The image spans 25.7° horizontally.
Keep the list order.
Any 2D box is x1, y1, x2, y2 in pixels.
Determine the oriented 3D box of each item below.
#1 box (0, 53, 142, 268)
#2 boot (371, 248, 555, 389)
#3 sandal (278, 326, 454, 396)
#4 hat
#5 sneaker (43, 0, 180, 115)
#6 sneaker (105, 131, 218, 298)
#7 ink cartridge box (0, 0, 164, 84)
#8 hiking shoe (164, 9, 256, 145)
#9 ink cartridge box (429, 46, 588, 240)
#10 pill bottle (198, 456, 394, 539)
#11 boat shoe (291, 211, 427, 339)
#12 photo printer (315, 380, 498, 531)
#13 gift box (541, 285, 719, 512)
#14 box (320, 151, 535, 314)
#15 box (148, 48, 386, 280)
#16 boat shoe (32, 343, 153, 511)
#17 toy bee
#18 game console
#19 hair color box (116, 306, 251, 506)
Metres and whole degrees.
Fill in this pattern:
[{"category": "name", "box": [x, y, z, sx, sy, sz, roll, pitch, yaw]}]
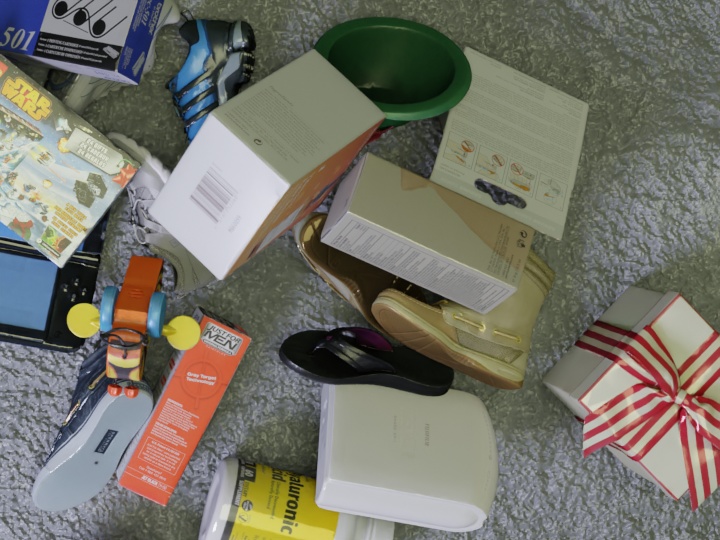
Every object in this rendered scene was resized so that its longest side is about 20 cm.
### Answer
[{"category": "box", "box": [-0.345, -0.117, 1.624, 0.200, 0.040, 0.137, 39, 86, -8]}, {"category": "boot", "box": [0.118, 0.025, 1.740, 0.200, 0.073, 0.156, 27, 73, -20]}, {"category": "sandal", "box": [0.009, 0.090, 1.732, 0.200, 0.075, 0.048, 8, 127, -16]}, {"category": "hat", "box": [0.012, -0.163, 1.750, 0.199, 0.166, 0.176, 5, 137, -4]}, {"category": "sneaker", "box": [-0.266, -0.223, 1.683, 0.087, 0.075, 0.200, 30, 103, -38]}, {"category": "sneaker", "box": [-0.220, -0.059, 1.699, 0.082, 0.075, 0.200, -36, 99, -6]}, {"category": "ink cartridge box", "box": [-0.304, -0.256, 1.628, 0.199, 0.044, 0.094, 14, 84, 28]}, {"category": "hiking shoe", "box": [-0.171, -0.176, 1.711, 0.086, 0.074, 0.201, 11, 87, 6]}, {"category": "ink cartridge box", "box": [0.158, -0.131, 1.721, 0.162, 0.050, 0.200, 23, 57, -10]}, {"category": "pill bottle", "box": [-0.069, 0.281, 1.730, 0.199, 0.111, 0.112, 16, 91, -11]}, {"category": "boat shoe", "box": [0.000, 0.000, 1.743, 0.074, 0.066, 0.200, -45, 120, -4]}, {"category": "photo printer", "box": [0.054, 0.198, 1.726, 0.199, 0.070, 0.167, 12, 47, -10]}, {"category": "gift box", "box": [0.324, 0.146, 1.747, 0.184, 0.187, 0.200, 40, 86, -9]}, {"category": "box", "box": [0.070, -0.037, 1.653, 0.200, 0.095, 0.078, 25, 65, -12]}, {"category": "box", "box": [-0.092, -0.109, 1.589, 0.106, 0.200, 0.152, 43, 129, 6]}, {"category": "boat shoe", "box": [-0.293, 0.169, 1.711, 0.071, 0.091, 0.200, 23, 118, -36]}, {"category": "toy bee", "box": [-0.245, 0.069, 1.624, 0.131, 0.200, 0.109, 18, 117, 17]}, {"category": "game console", "box": [-0.370, -0.027, 1.650, 0.199, 0.118, 0.171, 11, 58, -9]}, {"category": "hair color box", "box": [-0.193, 0.144, 1.705, 0.061, 0.102, 0.200, 27, 90, -11]}]
